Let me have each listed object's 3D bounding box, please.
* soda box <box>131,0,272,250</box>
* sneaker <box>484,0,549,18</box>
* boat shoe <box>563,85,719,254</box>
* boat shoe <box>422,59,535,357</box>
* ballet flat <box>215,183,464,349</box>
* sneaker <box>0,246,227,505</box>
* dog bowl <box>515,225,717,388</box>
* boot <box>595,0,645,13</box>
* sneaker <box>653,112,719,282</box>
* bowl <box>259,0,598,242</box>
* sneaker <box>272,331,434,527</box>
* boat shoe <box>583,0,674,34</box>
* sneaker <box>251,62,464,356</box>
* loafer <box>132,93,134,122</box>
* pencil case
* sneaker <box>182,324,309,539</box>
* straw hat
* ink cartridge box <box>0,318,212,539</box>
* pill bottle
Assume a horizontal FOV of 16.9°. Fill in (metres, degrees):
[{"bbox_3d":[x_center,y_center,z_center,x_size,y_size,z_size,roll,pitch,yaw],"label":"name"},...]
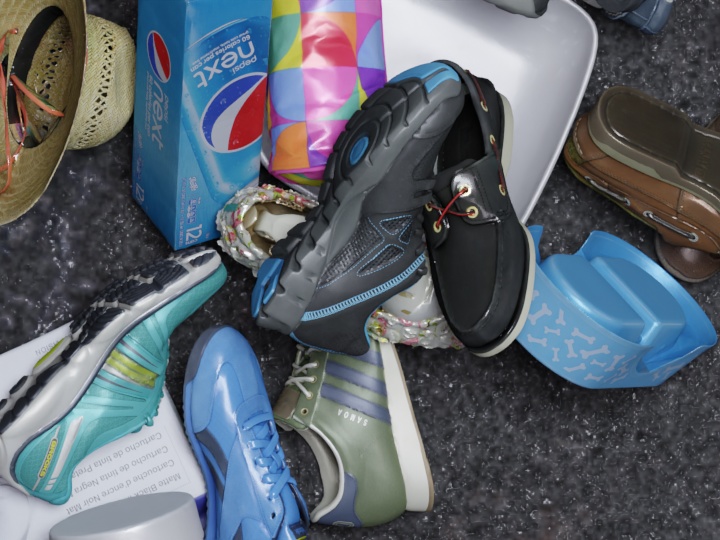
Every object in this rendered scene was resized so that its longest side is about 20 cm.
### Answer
[{"bbox_3d":[-0.103,-0.115,1.561,0.064,0.201,0.068,-18,46,-25],"label":"soda box"},{"bbox_3d":[0.099,-0.243,1.596,0.075,0.201,0.079,19,127,-19],"label":"sneaker"},{"bbox_3d":[0.229,-0.049,1.609,0.199,0.068,0.072,33,52,-3],"label":"boat shoe"},{"bbox_3d":[0.063,-0.040,1.524,0.073,0.063,0.202,-25,53,31],"label":"boat shoe"},{"bbox_3d":[0.000,0.000,1.564,0.199,0.064,0.076,18,82,-1],"label":"ballet flat"},{"bbox_3d":[-0.158,0.065,1.577,0.200,0.077,0.080,-47,109,-6],"label":"sneaker"},{"bbox_3d":[0.156,0.028,1.584,0.112,0.200,0.050,48,111,23],"label":"dog bowl"},{"bbox_3d":[0.225,-0.254,1.593,0.199,0.066,0.166,-7,78,-33],"label":"boot"},{"bbox_3d":[0.265,-0.085,1.652,0.070,0.076,0.201,31,83,-1],"label":"sneaker"},{"bbox_3d":[0.039,-0.118,1.638,0.199,0.075,0.201,25,83,-3],"label":"bowl"},{"bbox_3d":[-0.020,0.076,1.617,0.089,0.067,0.201,-16,89,-11],"label":"sneaker"},{"bbox_3d":[0.206,-0.252,1.657,0.062,0.075,0.201,30,57,-23],"label":"boat shoe"},{"bbox_3d":[0.013,-0.037,1.495,0.082,0.073,0.200,27,111,-19],"label":"sneaker"},{"bbox_3d":[-0.094,-0.178,1.643,0.071,0.073,0.200,35,83,30],"label":"loafer"},{"bbox_3d":[-0.021,-0.155,1.560,0.088,0.088,0.201,0,87,-5],"label":"pencil case"},{"bbox_3d":[-0.065,0.134,1.582,0.066,0.078,0.201,-16,104,-48],"label":"sneaker"},{"bbox_3d":[-0.193,-0.124,1.596,0.085,0.201,0.202,6,83,-35],"label":"straw hat"},{"bbox_3d":[-0.205,0.149,1.609,0.199,0.041,0.201,-26,88,-7],"label":"ink cartridge box"},{"bbox_3d":[-0.131,0.251,1.553,0.114,0.114,0.201,-13,98,-6],"label":"pill bottle"}]
